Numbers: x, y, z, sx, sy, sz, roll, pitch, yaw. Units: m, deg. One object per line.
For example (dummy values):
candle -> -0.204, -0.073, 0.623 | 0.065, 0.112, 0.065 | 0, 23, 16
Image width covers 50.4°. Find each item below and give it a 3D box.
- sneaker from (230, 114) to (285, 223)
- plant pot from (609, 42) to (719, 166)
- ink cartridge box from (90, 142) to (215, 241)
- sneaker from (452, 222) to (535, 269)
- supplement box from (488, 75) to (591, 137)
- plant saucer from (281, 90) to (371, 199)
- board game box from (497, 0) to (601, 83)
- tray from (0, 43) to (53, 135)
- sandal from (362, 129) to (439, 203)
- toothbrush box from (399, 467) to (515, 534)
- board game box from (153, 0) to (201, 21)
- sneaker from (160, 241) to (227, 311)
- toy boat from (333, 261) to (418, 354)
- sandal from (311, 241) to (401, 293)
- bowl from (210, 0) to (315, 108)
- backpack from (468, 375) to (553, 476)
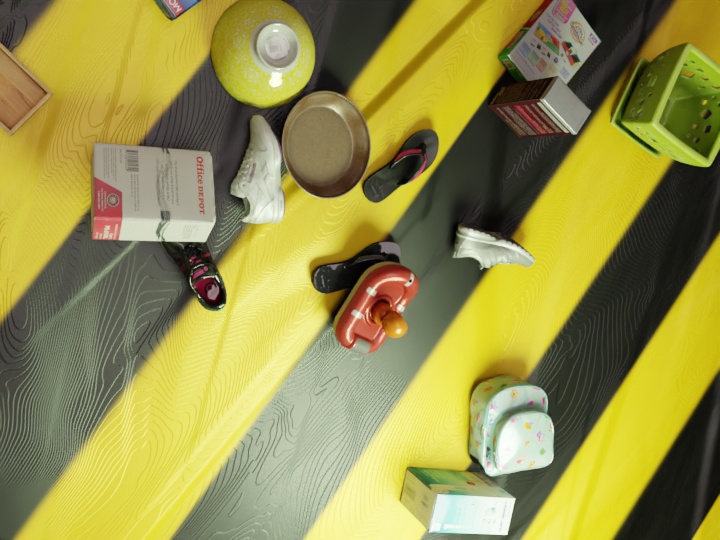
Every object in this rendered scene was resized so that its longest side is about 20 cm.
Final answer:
sneaker -> -0.194, -0.183, 1.412 | 0.098, 0.075, 0.203 | -9, 101, -22
plant pot -> 0.687, -0.362, 1.700 | 0.199, 0.181, 0.201 | 27, 88, -24
ink cartridge box -> -0.358, -0.131, 1.316 | 0.197, 0.084, 0.147 | 1, 67, -23
sneaker -> 0.283, -0.039, 1.649 | 0.198, 0.075, 0.083 | 18, 106, -18
supplement box -> 0.360, -0.329, 1.556 | 0.109, 0.200, 0.061 | 38, 82, -23
plant saucer -> -0.070, -0.239, 1.464 | 0.198, 0.036, 0.203 | -5, 99, -33
board game box -> 0.408, -0.475, 1.641 | 0.153, 0.040, 0.200 | 44, 80, -22
tray -> -0.611, -0.327, 1.238 | 0.099, 0.037, 0.200 | -48, 111, -9
sandal -> 0.091, -0.208, 1.545 | 0.200, 0.045, 0.075 | -42, 111, -12
toothbrush box -> 0.207, 0.495, 1.645 | 0.198, 0.146, 0.086 | 12, 94, -23
board game box -> -0.345, -0.538, 1.304 | 0.199, 0.062, 0.201 | -39, 110, -12
sneaker -> -0.295, -0.013, 1.390 | 0.076, 0.084, 0.201 | -36, 110, -15
toy boat -> 0.047, 0.085, 1.504 | 0.130, 0.130, 0.201 | 27, 96, -44
sandal -> 0.000, 0.001, 1.539 | 0.198, 0.043, 0.077 | -23, 106, -18
bowl -> -0.163, -0.398, 1.377 | 0.198, 0.107, 0.203 | -3, 99, -22
backpack -> 0.330, 0.337, 1.674 | 0.173, 0.153, 0.203 | -5, 93, -17
